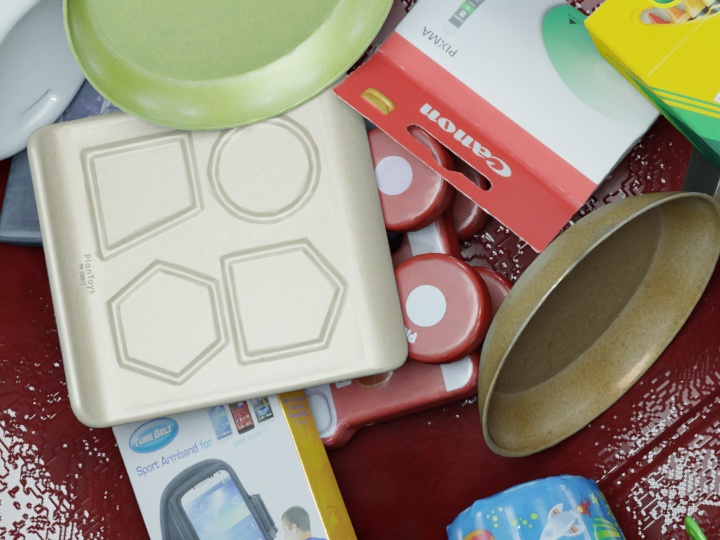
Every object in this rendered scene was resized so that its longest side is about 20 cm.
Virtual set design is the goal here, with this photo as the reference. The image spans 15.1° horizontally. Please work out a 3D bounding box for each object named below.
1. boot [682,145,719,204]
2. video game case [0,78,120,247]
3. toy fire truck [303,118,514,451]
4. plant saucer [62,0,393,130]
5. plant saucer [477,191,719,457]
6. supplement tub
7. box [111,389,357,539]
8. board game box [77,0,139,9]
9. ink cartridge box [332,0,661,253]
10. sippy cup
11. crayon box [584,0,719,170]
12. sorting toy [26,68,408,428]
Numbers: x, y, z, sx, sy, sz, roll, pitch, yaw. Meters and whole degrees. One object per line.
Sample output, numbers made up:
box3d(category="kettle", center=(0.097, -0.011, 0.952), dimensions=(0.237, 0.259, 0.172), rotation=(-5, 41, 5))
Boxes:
box3d(category="boot", center=(0.266, -0.114, 1.719), dimensions=(0.075, 0.074, 0.200), rotation=(19, 85, -16))
box3d(category="video game case", center=(-0.153, -0.111, 1.692), dimensions=(0.143, 0.019, 0.200), rotation=(3, 78, 38))
box3d(category="toy fire truck", center=(0.000, 0.000, 1.678), dimensions=(0.168, 0.112, 0.200), rotation=(-18, 80, 16))
box3d(category="plant saucer", center=(-0.075, -0.169, 1.545), dimensions=(0.200, 0.200, 0.031), rotation=(-24, 43, -4))
box3d(category="plant saucer", center=(0.136, 0.024, 1.631), dimensions=(0.200, 0.200, 0.035), rotation=(-44, 63, -7))
box3d(category="supplement tub", center=(-0.272, -0.171, 1.665), dimensions=(0.200, 0.145, 0.145), rotation=(33, 82, 20))
box3d(category="box", center=(-0.073, 0.142, 1.657), dimensions=(0.119, 0.041, 0.200), rotation=(-24, 82, 24))
box3d(category="board game box", center=(-0.123, -0.234, 1.647), dimensions=(0.199, 0.043, 0.200), rotation=(-11, 41, -29))
box3d(category="ink cartridge box", center=(0.092, -0.111, 1.655), dimensions=(0.161, 0.200, 0.050), rotation=(38, 122, 5))
box3d(category="sippy cup", center=(0.115, 0.197, 1.634), dimensions=(0.178, 0.140, 0.130), rotation=(-5, 68, -32))
box3d(category="crayon box", center=(0.267, -0.153, 1.636), dimensions=(0.200, 0.058, 0.173), rotation=(-43, 69, 0))
box3d(category="sorting toy", center=(-0.085, -0.013, 1.611), dimensions=(0.200, 0.036, 0.185), rotation=(-11, 80, -2))
